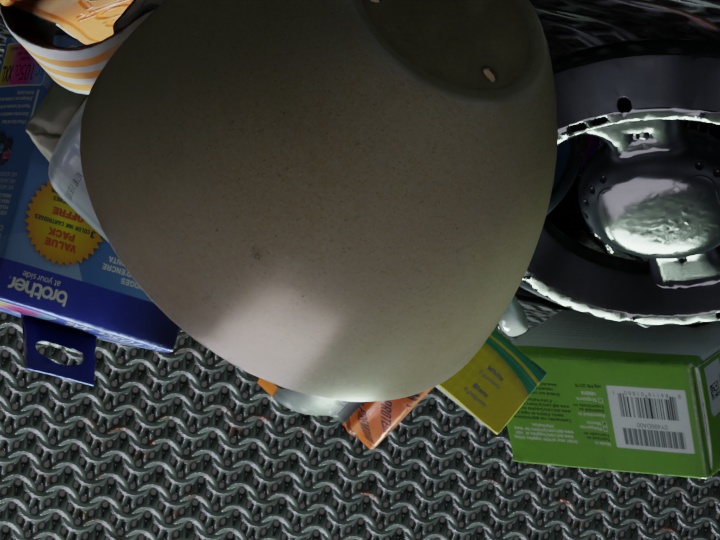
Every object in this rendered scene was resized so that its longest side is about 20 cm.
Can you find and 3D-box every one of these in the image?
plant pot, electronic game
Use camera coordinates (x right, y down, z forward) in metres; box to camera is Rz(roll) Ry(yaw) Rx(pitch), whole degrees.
[{"bbox_3d":[0.003,-0.066,1.042,0.200,0.200,0.134,17,137,-22],"label":"plant pot"},{"bbox_3d":[0.141,-0.037,1.174,0.200,0.042,0.200,3,144,2],"label":"electronic game"}]

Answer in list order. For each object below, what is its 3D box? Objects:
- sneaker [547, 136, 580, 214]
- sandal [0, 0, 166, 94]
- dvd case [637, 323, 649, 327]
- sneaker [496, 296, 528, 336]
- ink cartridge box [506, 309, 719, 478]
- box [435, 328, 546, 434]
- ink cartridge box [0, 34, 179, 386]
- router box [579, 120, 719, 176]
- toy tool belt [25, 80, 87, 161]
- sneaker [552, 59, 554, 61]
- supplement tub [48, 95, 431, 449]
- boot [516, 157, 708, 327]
[{"bbox_3d":[0.026,-0.050,1.429,0.200,0.066,0.078,-12,148,35],"label":"sneaker"},{"bbox_3d":[-0.116,-0.116,1.226,0.079,0.059,0.207,-18,174,8],"label":"sandal"},{"bbox_3d":[0.047,-0.030,1.313,0.200,0.022,0.146,26,-178,-15],"label":"dvd case"},{"bbox_3d":[0.028,0.005,1.502,0.071,0.099,0.200,64,174,-30],"label":"sneaker"},{"bbox_3d":[0.203,0.053,1.593,0.148,0.076,0.200,2,-160,39],"label":"ink cartridge box"},{"bbox_3d":[0.000,0.000,1.357,0.200,0.048,0.117,38,179,-16],"label":"box"},{"bbox_3d":[-0.171,-0.032,1.581,0.136,0.200,0.076,18,174,-33],"label":"ink cartridge box"},{"bbox_3d":[0.206,-0.037,1.319,0.149,0.051,0.200,14,175,17],"label":"router box"},{"bbox_3d":[-0.092,-0.056,1.506,0.123,0.125,0.200,2,150,48],"label":"toy tool belt"},{"bbox_3d":[0.035,-0.077,1.276,0.115,0.076,0.200,18,175,-4],"label":"sneaker"},{"bbox_3d":[-0.035,-0.020,1.165,0.200,0.123,0.123,42,176,4],"label":"supplement tub"},{"bbox_3d":[0.108,-0.029,1.526,0.158,0.079,0.211,20,172,-42],"label":"boot"}]
